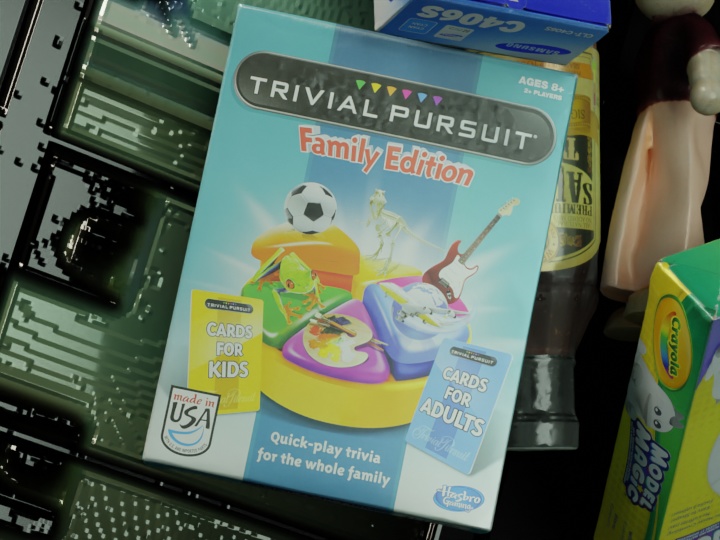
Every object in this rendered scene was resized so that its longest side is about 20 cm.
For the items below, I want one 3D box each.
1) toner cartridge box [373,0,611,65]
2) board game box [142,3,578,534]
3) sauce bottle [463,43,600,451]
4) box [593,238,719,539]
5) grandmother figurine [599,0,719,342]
[{"bbox_3d":[0.053,-0.194,1.078,0.095,0.043,0.200,8,69,-23],"label":"toner cartridge box"},{"bbox_3d":[0.000,0.000,1.073,0.151,0.047,0.200,11,83,-2],"label":"board game box"},{"bbox_3d":[0.080,-0.018,1.137,0.066,0.066,0.200,0,84,-26],"label":"sauce bottle"},{"bbox_3d":[0.173,0.068,1.126,0.117,0.048,0.200,-18,138,-26],"label":"box"},{"bbox_3d":[0.143,-0.073,1.146,0.060,0.121,0.200,8,76,-15],"label":"grandmother figurine"}]
